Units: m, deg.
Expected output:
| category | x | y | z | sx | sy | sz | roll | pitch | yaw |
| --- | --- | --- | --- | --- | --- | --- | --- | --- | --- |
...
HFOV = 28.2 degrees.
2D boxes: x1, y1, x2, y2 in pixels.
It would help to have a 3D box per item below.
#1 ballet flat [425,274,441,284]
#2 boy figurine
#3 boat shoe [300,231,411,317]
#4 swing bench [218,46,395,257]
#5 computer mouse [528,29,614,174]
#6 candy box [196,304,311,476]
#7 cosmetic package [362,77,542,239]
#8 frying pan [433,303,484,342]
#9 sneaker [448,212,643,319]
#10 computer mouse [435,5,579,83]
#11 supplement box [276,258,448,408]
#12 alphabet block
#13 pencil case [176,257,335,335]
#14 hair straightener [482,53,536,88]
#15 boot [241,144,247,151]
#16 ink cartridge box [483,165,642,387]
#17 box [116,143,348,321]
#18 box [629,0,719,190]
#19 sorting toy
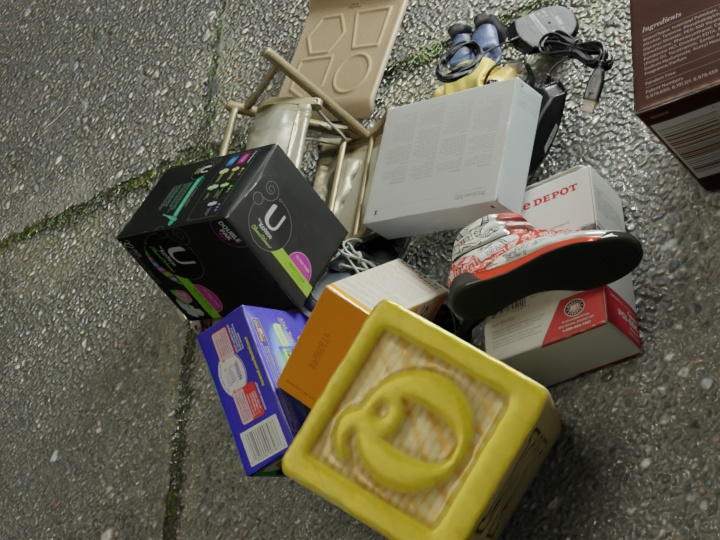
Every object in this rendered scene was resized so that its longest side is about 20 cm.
| category | x | y | z | sx | sy | sz | roll | pitch | yaw |
| --- | --- | --- | --- | --- | --- | --- | --- | --- | --- |
| ballet flat | 0.021 | 0.075 | 1.674 | 0.200 | 0.067 | 0.064 | -30 | 74 | 25 |
| boy figurine | 0.144 | -0.221 | 1.749 | 0.124 | 0.064 | 0.200 | -19 | 52 | 32 |
| boat shoe | 0.000 | 0.000 | 1.652 | 0.075 | 0.200 | 0.062 | 37 | 127 | 19 |
| swing bench | -0.074 | -0.135 | 1.792 | 0.130 | 0.200 | 0.199 | -46 | 26 | 47 |
| computer mouse | 0.224 | -0.175 | 1.640 | 0.140 | 0.046 | 0.200 | 23 | 87 | 58 |
| candy box | -0.069 | 0.135 | 1.565 | 0.077 | 0.200 | 0.169 | -32 | 68 | 25 |
| cosmetic package | 0.101 | -0.122 | 1.607 | 0.200 | 0.052 | 0.151 | -8 | 60 | 45 |
| frying pan | 0.099 | 0.068 | 1.570 | 0.190 | 0.031 | 0.115 | -58 | 27 | 34 |
| sneaker | 0.183 | -0.025 | 1.453 | 0.201 | 0.067 | 0.108 | -19 | 38 | 19 |
| computer mouse | 0.175 | -0.264 | 1.712 | 0.200 | 0.034 | 0.059 | -23 | 66 | -17 |
| supplement box | 0.007 | 0.070 | 1.519 | 0.073 | 0.200 | 0.126 | 32 | 110 | 16 |
| alphabet block | 0.067 | 0.170 | 1.403 | 0.195 | 0.200 | 0.197 | 28 | 83 | 16 |
| pencil case | -0.123 | 0.024 | 1.750 | 0.200 | 0.089 | 0.078 | -24 | 63 | 21 |
| hair straightener | 0.132 | -0.170 | 1.659 | 0.077 | 0.041 | 0.200 | 38 | 106 | 23 |
| boot | -0.187 | -0.064 | 1.930 | 0.158 | 0.079 | 0.211 | -20 | 52 | 31 |
| ink cartridge box | 0.208 | 0.009 | 1.520 | 0.147 | 0.083 | 0.200 | -23 | 50 | 30 |
| box | -0.146 | -0.040 | 1.635 | 0.200 | 0.149 | 0.124 | -8 | 41 | 43 |
| box | 0.383 | -0.221 | 1.455 | 0.164 | 0.166 | 0.200 | -19 | 53 | 34 |
| sorting toy | -0.024 | -0.294 | 1.976 | 0.185 | 0.036 | 0.200 | 0 | 68 | 42 |
